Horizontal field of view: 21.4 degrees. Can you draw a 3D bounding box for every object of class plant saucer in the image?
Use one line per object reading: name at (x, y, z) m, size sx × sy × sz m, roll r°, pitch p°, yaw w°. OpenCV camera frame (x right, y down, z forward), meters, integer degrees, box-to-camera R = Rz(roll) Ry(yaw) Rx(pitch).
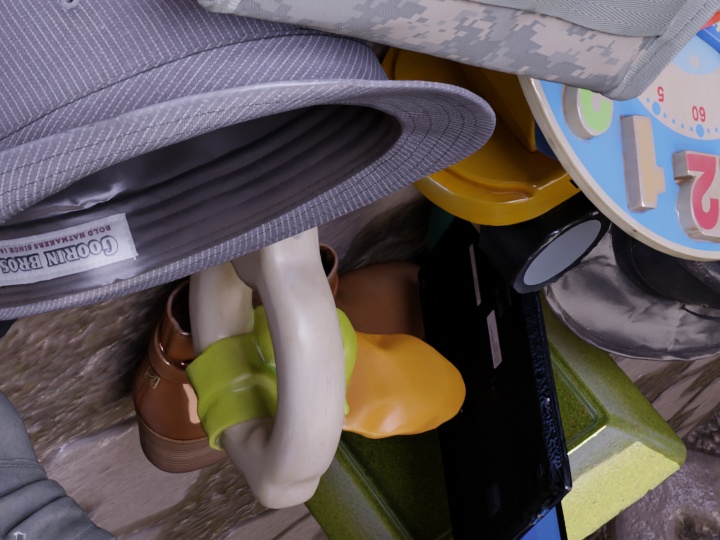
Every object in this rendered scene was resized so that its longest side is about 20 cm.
plant saucer at (0.054, 0.086, 1.114) m, size 0.199 × 0.200 × 0.048 m, roll -35°, pitch 152°, yaw -5°

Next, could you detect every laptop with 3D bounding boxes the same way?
laptop at (0.092, 0.067, 0.959) m, size 0.103 × 0.178 × 0.200 m, roll 3°, pitch 150°, yaw -19°

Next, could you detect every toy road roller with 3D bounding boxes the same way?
toy road roller at (0.101, -0.096, 0.815) m, size 0.200 × 0.123 × 0.146 m, roll -33°, pitch 160°, yaw -11°

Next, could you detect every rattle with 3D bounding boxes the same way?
rattle at (0.000, 0.000, 0.823) m, size 0.142 × 0.130 × 0.201 m, roll 2°, pitch 121°, yaw -12°

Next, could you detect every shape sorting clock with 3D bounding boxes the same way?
shape sorting clock at (0.126, -0.103, 0.735) m, size 0.200 × 0.201 × 0.039 m, roll -23°, pitch -168°, yaw -41°

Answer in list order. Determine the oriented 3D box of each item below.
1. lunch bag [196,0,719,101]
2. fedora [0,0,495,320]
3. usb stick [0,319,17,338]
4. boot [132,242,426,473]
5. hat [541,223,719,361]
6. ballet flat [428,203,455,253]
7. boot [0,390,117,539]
lunch bag at (0.060, -0.153, 0.505) m, size 0.164 × 0.118 × 0.200 m, roll 7°, pitch 138°, yaw -40°
fedora at (-0.066, -0.056, 0.599) m, size 0.199 × 0.091 × 0.177 m, roll -23°, pitch 168°, yaw 22°
usb stick at (-0.128, -0.013, 0.728) m, size 0.200 × 0.033 × 0.055 m, roll -42°, pitch 157°, yaw 19°
boot at (-0.026, 0.024, 0.984) m, size 0.200 × 0.074 × 0.155 m, roll -32°, pitch 160°, yaw -26°
hat at (0.190, -0.021, 0.969) m, size 0.200 × 0.081 × 0.201 m, roll -11°, pitch 120°, yaw -20°
ballet flat at (0.076, -0.034, 1.028) m, size 0.067 × 0.067 × 0.200 m, roll -13°, pitch 158°, yaw -5°
boot at (-0.201, 0.122, 0.767) m, size 0.200 × 0.131 × 0.068 m, roll -29°, pitch 162°, yaw -27°
